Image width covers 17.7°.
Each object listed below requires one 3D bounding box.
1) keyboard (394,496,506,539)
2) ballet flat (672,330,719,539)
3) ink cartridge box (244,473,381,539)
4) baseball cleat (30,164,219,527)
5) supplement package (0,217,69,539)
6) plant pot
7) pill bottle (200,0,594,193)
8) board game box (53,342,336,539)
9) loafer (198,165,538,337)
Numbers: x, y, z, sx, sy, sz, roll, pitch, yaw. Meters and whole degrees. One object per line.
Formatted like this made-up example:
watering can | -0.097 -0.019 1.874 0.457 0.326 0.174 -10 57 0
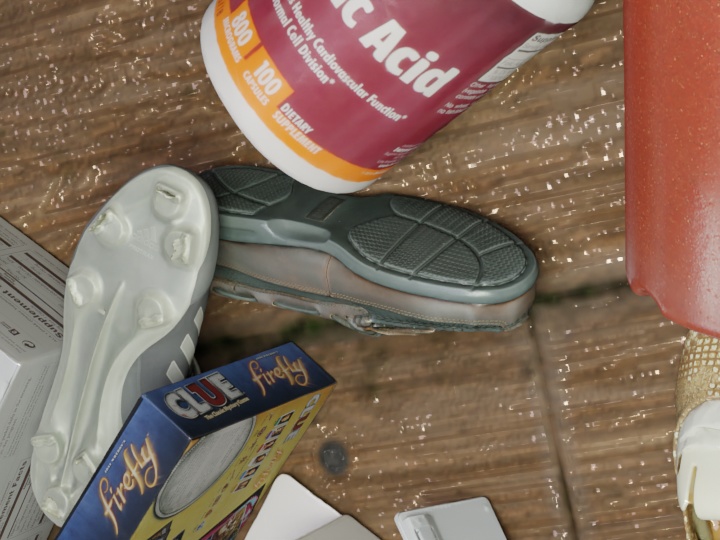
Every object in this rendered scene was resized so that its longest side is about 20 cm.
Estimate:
keyboard | 0.077 0.194 1.062 0.011 0.056 0.200 -47 57 40
ballet flat | 0.172 0.118 1.020 0.070 0.065 0.200 -9 94 31
ink cartridge box | -0.001 0.205 1.133 0.200 0.067 0.116 35 115 19
baseball cleat | -0.107 0.031 1.137 0.070 0.106 0.200 32 113 17
supplement package | -0.237 0.077 1.218 0.156 0.111 0.200 35 113 20
plant pot | 0.185 -0.081 0.914 0.200 0.201 0.196 14 113 27
pill bottle | 0.033 -0.132 1.024 0.200 0.114 0.114 -38 80 30
board game box | -0.104 0.132 1.139 0.035 0.135 0.200 41 115 17
loafer | 0.000 0.000 1.104 0.200 0.072 0.063 17 127 33
